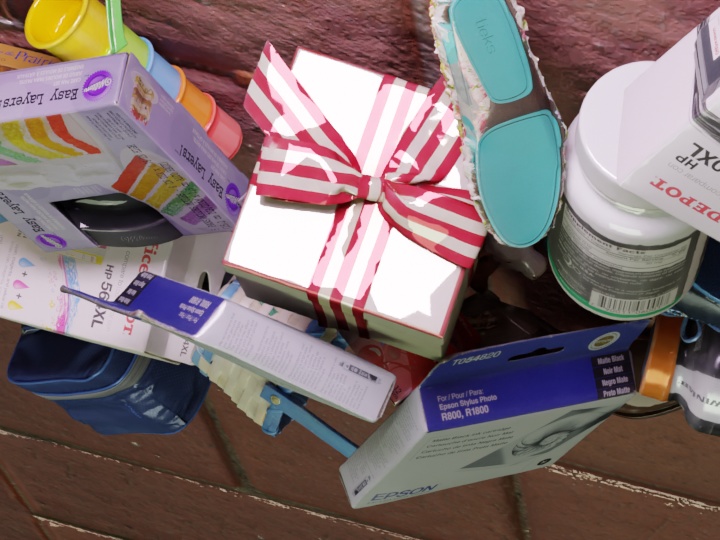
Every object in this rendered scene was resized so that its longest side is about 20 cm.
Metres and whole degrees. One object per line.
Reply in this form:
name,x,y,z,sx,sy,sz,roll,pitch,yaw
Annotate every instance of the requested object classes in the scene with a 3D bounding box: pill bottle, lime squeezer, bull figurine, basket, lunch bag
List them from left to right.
lime squeezer,-0.193,-0.243,1.574,0.201,0.070,0.038,57,166,-10
lunch bag,-0.233,0.064,2.205,0.132,0.136,0.199,35,154,-33
basket,-0.025,0.065,1.977,0.199,0.177,0.139,32,132,3
bull figurine,0.065,-0.015,1.878,0.199,0.065,0.121,7,156,27
pill bottle,0.188,-0.053,1.631,0.112,0.114,0.200,16,157,7
pill bottle,0.316,0.084,1.838,0.199,0.107,0.106,13,157,6

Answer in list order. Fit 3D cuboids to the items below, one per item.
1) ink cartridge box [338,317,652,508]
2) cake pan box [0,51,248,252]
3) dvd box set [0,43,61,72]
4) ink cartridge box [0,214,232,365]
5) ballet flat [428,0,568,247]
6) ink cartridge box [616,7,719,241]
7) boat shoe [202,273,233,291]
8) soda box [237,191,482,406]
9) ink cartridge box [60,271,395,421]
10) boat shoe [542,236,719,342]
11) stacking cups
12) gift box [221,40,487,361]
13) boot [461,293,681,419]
ink cartridge box,0.108,0.111,1.837,0.199,0.041,0.200,-9,156,-29
cake pan box,-0.205,-0.083,1.799,0.183,0.053,0.200,-4,151,25
dvd box set,-0.305,-0.119,1.910,0.199,0.029,0.147,15,131,11
ink cartridge box,-0.216,-0.004,2.006,0.199,0.129,0.125,14,177,12
ballet flat,0.090,-0.113,1.560,0.075,0.064,0.201,-14,118,-3
ink cartridge box,0.268,-0.098,1.435,0.144,0.085,0.200,27,139,-20
boat shoe,-0.133,0.012,2.090,0.198,0.075,0.066,19,155,0
soda box,0.000,0.000,1.816,0.200,0.070,0.063,52,-159,7
ink cartridge box,-0.099,0.043,1.753,0.199,0.041,0.199,25,176,-24
boat shoe,0.230,-0.002,1.771,0.199,0.084,0.069,29,140,11
stacking cups,-0.163,-0.145,1.792,0.060,0.061,0.200,0,156,38
gift box,0.006,-0.059,1.688,0.183,0.201,0.187,13,173,4
boot,0.166,0.063,1.913,0.185,0.065,0.200,-4,160,25
